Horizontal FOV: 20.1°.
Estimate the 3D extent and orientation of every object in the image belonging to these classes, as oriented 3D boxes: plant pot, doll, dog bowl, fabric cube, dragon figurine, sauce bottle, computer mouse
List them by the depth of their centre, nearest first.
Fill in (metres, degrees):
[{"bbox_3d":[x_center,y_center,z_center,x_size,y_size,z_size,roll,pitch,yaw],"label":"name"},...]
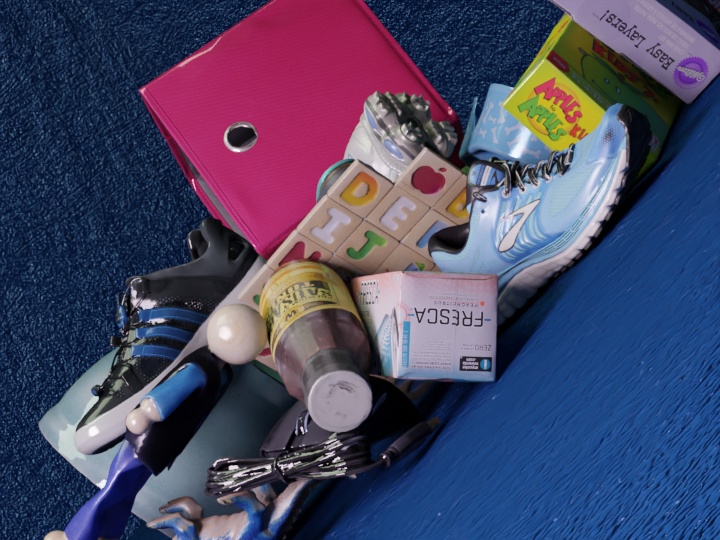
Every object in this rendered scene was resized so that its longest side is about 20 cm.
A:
[{"bbox_3d":[-0.025,0.048,1.307,0.066,0.066,0.200,-49,18,6],"label":"sauce bottle"},{"bbox_3d":[-0.003,0.096,1.325,0.140,0.046,0.200,-12,4,33],"label":"computer mouse"},{"bbox_3d":[-0.128,0.103,1.332,0.200,0.048,0.136,-55,-9,11],"label":"doll"},{"bbox_3d":[-0.077,0.192,1.351,0.200,0.100,0.059,-22,8,12],"label":"dragon figurine"},{"bbox_3d":[-0.121,0.116,1.524,0.134,0.200,0.200,-55,2,1],"label":"plant pot"},{"bbox_3d":[0.132,-0.090,1.560,0.050,0.111,0.200,-63,3,-2],"label":"dog bowl"},{"bbox_3d":[-0.039,-0.102,1.747,0.199,0.196,0.200,-34,-23,-5],"label":"fabric cube"}]

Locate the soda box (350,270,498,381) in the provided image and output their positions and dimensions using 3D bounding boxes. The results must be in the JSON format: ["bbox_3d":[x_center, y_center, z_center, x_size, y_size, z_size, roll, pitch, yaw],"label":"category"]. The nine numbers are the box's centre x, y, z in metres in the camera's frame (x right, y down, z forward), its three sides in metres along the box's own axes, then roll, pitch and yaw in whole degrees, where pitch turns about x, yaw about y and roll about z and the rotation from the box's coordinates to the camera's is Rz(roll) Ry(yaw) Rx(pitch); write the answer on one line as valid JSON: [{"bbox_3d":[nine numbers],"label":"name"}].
[{"bbox_3d":[0.037,0.036,1.317,0.200,0.063,0.069,168,104,-81],"label":"soda box"}]

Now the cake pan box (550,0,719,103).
[{"bbox_3d":[0.161,-0.223,1.432,0.052,0.200,0.184,-45,30,23],"label":"cake pan box"}]

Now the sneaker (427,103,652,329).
[{"bbox_3d":[0.110,-0.043,1.334,0.200,0.090,0.078,-47,3,38],"label":"sneaker"}]

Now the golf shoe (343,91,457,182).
[{"bbox_3d":[0.050,-0.039,1.522,0.078,0.200,0.097,4,-45,-40],"label":"golf shoe"}]

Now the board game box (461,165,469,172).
[{"bbox_3d":[0.032,-0.006,1.748,0.200,0.029,0.135,-34,-21,-12],"label":"board game box"}]

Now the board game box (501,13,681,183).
[{"bbox_3d":[0.171,-0.128,1.433,0.048,0.102,0.200,-48,3,27],"label":"board game box"}]

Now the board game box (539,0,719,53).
[{"bbox_3d":[0.252,-0.231,1.624,0.200,0.097,0.159,-48,3,22],"label":"board game box"}]

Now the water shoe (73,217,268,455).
[{"bbox_3d":[-0.146,0.045,1.422,0.200,0.079,0.071,-47,4,-32],"label":"water shoe"}]

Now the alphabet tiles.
[{"bbox_3d":[0.019,0.010,1.422,0.200,0.166,0.006,-48,29,19],"label":"alphabet tiles"}]

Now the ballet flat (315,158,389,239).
[{"bbox_3d":[0.000,0.000,1.481,0.073,0.073,0.200,-50,-20,-27],"label":"ballet flat"}]
